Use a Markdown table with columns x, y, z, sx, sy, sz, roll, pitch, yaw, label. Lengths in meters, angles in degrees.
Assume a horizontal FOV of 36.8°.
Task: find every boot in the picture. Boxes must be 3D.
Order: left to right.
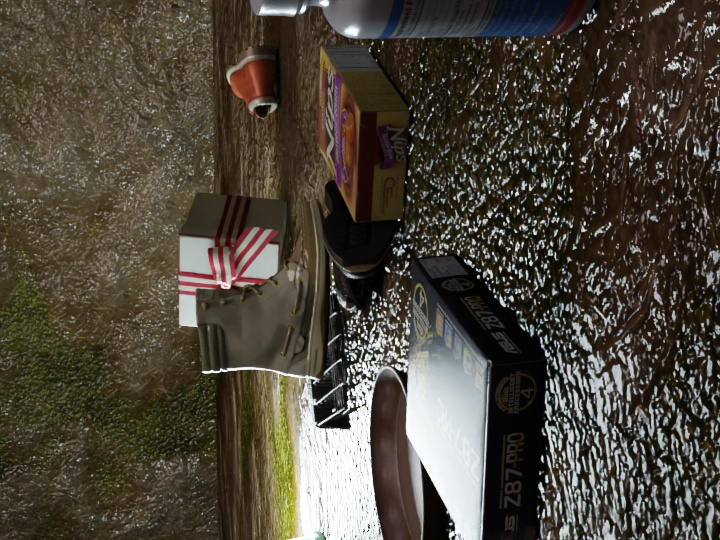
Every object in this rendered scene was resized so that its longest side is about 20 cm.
| x | y | z | sx | sy | sz | roll | pitch | yaw | label |
| --- | --- | --- | --- | --- | --- | --- | --- | --- | --- |
| -0.186 | -0.311 | 1.875 | 0.200 | 0.074 | 0.110 | 164 | 97 | -76 | boot |
| -0.110 | 0.020 | 1.215 | 0.072 | 0.151 | 0.204 | -81 | -7 | -82 | boot |
| 0.000 | 0.000 | 1.144 | 0.201 | 0.076 | 0.141 | -90 | -2 | -66 | boot |

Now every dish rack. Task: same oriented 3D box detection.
| x | y | z | sx | sy | sz | roll | pitch | yaw | label |
| --- | --- | --- | --- | --- | --- | --- | --- | --- | --- |
| -0.029 | 0.111 | 1.320 | 0.200 | 0.053 | 0.157 | 131 | 133 | -70 | dish rack |

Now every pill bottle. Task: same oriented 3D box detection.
| x | y | z | sx | sy | sz | roll | pitch | yaw | label |
| --- | --- | --- | --- | --- | --- | --- | --- | --- | --- |
| 0.034 | -0.194 | 0.632 | 0.112 | 0.196 | 0.115 | 177 | 90 | -77 | pill bottle |

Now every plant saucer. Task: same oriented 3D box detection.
| x | y | z | sx | sy | sz | roll | pitch | yaw | label |
| --- | --- | --- | --- | --- | --- | --- | --- | --- | --- |
| 0.047 | 0.192 | 1.041 | 0.200 | 0.034 | 0.205 | 177 | 90 | -78 | plant saucer |

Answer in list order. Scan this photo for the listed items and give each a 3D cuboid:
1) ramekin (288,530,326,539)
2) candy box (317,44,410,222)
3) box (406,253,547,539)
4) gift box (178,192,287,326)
| x | y | z | sx | sy | sz | roll | pitch | yaw | label |
| --- | --- | --- | --- | --- | --- | --- | --- | --- | --- |
| -0.096 | 0.495 | 1.599 | 0.200 | 0.096 | 0.205 | 177 | 90 | -78 | ramekin |
| -0.001 | -0.148 | 1.125 | 0.201 | 0.055 | 0.119 | -112 | 22 | -59 | candy box |
| 0.083 | 0.098 | 0.826 | 0.200 | 0.048 | 0.164 | -122 | 28 | -64 | box |
| -0.190 | -0.015 | 1.735 | 0.188 | 0.196 | 0.188 | -85 | -5 | -61 | gift box |
